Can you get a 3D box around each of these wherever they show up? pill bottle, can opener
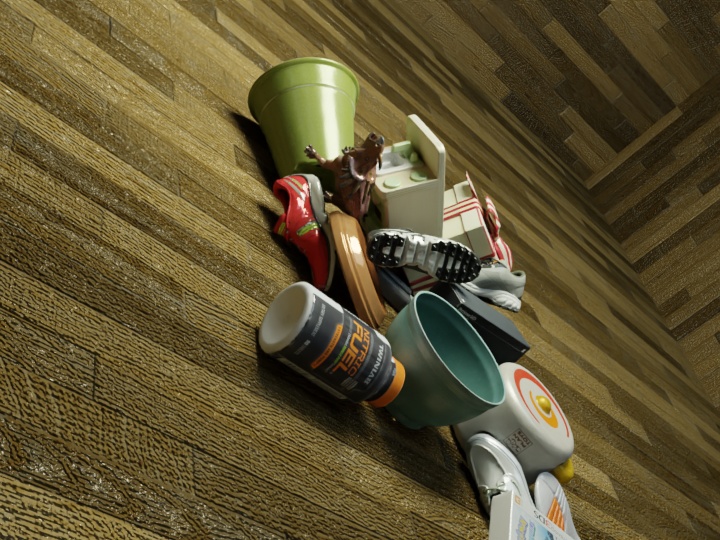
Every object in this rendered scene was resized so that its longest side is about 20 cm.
[{"bbox_3d":[-0.030,0.108,1.277,0.200,0.106,0.107,36,25,-31],"label":"pill bottle"},{"bbox_3d":[0.081,0.033,1.671,0.200,0.067,0.053,43,22,-18],"label":"can opener"}]

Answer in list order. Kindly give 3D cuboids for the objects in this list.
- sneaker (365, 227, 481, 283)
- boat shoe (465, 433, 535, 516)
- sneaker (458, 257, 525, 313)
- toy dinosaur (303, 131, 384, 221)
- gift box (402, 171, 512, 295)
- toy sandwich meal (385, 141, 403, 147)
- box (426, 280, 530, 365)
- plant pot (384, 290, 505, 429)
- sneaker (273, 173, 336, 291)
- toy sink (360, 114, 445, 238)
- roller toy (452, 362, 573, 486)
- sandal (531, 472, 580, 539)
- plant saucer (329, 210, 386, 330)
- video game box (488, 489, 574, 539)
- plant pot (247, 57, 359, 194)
[{"bbox_3d":[0.095,-0.031,1.516,0.199,0.067,0.091,12,14,-17],"label":"sneaker"},{"bbox_3d":[0.216,0.336,1.431,0.201,0.073,0.067,57,24,14],"label":"boat shoe"},{"bbox_3d":[0.202,0.008,1.635,0.199,0.080,0.074,20,1,-35],"label":"sneaker"},{"bbox_3d":[-0.010,-0.131,1.511,0.136,0.086,0.201,45,-24,41],"label":"toy dinosaur"},{"bbox_3d":[0.169,-0.052,1.754,0.201,0.186,0.185,-96,163,-51],"label":"gift box"},{"bbox_3d":[0.082,-0.161,1.882,0.205,0.070,0.206,159,-90,-89],"label":"toy sandwich meal"},{"bbox_3d":[0.164,0.116,1.591,0.200,0.141,0.079,32,21,-39],"label":"box"},{"bbox_3d":[0.100,0.151,1.425,0.200,0.134,0.201,42,22,-21],"label":"plant pot"},{"bbox_3d":[-0.092,-0.056,1.490,0.084,0.077,0.201,-7,66,-21],"label":"sneaker"},{"bbox_3d":[0.063,-0.136,1.598,0.131,0.111,0.201,-124,-155,-47],"label":"toy sink"},{"bbox_3d":[0.250,0.251,1.548,0.182,0.140,0.201,29,30,-42],"label":"roller toy"},{"bbox_3d":[0.298,0.414,1.499,0.079,0.059,0.208,-40,112,-48],"label":"sandal"},{"bbox_3d":[0.000,0.000,1.491,0.200,0.037,0.201,-19,90,-85],"label":"plant saucer"},{"bbox_3d":[0.245,0.432,1.313,0.182,0.047,0.201,39,38,-22],"label":"video game box"},{"bbox_3d":[-0.084,-0.224,1.645,0.200,0.199,0.191,25,45,-47],"label":"plant pot"}]
